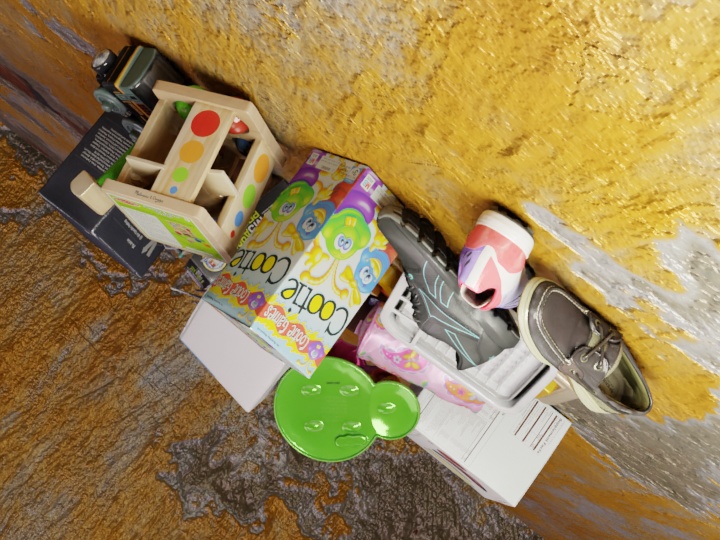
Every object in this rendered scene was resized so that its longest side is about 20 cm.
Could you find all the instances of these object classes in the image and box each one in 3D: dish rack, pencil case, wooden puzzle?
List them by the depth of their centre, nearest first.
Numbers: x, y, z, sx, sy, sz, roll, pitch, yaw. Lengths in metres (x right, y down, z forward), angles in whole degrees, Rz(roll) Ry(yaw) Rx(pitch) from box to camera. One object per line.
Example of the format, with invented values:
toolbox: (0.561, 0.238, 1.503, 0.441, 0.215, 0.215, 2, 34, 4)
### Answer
dish rack: (0.126, 0.069, 1.202, 0.199, 0.044, 0.172, 36, 149, 6)
wooden puzzle: (0.180, 0.106, 1.307, 0.199, 0.037, 0.185, 36, 170, 4)
pencil case: (0.088, 0.115, 1.419, 0.198, 0.088, 0.087, 25, 170, -3)

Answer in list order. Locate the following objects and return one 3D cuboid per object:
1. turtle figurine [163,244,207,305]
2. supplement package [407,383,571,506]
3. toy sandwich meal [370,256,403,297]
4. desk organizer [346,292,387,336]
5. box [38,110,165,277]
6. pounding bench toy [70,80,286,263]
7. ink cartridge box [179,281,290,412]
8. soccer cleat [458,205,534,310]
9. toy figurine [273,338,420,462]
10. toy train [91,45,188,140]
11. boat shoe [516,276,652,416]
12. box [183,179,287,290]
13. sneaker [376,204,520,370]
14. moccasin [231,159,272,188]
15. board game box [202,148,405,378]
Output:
turtle figurine: (-0.211, -0.001, 1.591, 0.200, 0.101, 0.150, 36, -161, -39)
supplement package: (0.166, 0.221, 1.554, 0.199, 0.148, 0.191, 37, 170, 1)
toy sandwich meal: (0.000, 0.000, 1.347, 0.204, 0.071, 0.205, 36, 170, 7)
desk organizer: (0.007, 0.065, 1.596, 0.199, 0.077, 0.072, 31, 169, 31)
box: (-0.335, -0.125, 1.564, 0.117, 0.201, 0.197, 33, 169, 18)
pounding bench toy: (-0.207, -0.123, 1.175, 0.198, 0.157, 0.124, 16, 162, 21)
ink cartridge box: (-0.117, 0.061, 1.479, 0.147, 0.200, 0.146, 45, 138, 6)
soccer cleat: (0.117, 0.007, 0.971, 0.068, 0.073, 0.200, 33, 170, 14)
toy figurine: (-0.007, 0.160, 1.491, 0.198, 0.152, 0.184, -2, -164, 9)
toy train: (-0.234, -0.191, 1.277, 0.113, 0.086, 0.200, 13, 156, 44)
boat shoe: (0.213, 0.072, 0.978, 0.064, 0.074, 0.200, 9, 156, 45)
box: (-0.163, -0.044, 1.441, 0.044, 0.160, 0.200, 51, 168, -5)
sneaker: (0.076, 0.021, 1.075, 0.200, 0.079, 0.076, 48, -161, -13)
moccasin: (-0.185, -0.117, 1.430, 0.074, 0.078, 0.201, 43, 168, -32)
board game box: (-0.051, -0.009, 1.108, 0.103, 0.201, 0.105, 24, 165, 50)
